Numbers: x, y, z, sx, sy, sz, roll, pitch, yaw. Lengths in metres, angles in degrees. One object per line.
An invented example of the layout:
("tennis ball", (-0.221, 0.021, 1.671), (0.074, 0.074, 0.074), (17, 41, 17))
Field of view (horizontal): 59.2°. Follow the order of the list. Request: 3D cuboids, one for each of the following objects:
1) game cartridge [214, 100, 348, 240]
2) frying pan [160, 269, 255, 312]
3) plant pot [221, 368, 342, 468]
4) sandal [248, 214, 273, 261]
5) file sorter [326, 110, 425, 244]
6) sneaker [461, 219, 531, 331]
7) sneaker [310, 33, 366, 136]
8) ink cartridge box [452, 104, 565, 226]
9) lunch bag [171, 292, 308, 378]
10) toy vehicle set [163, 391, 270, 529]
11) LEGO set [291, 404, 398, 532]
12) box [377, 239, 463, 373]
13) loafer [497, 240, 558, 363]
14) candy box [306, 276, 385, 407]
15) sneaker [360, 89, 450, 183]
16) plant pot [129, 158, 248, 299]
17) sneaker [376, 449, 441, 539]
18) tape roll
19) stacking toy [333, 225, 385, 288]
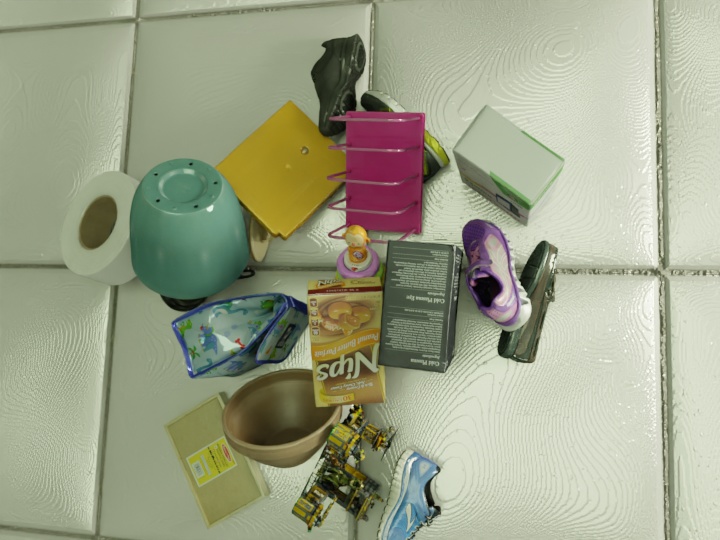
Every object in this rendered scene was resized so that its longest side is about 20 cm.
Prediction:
("game cartridge", (-0.132, -0.175, 1.118), (0.176, 0.032, 0.200), (44, 74, 2))
("frying pan", (-0.291, 0.002, 1.178), (0.188, 0.031, 0.116), (-28, 76, 7))
("plant pot", (-0.123, 0.260, 1.055), (0.198, 0.201, 0.094), (-3, 117, 12))
("sandal", (-0.145, -0.120, 1.138), (0.069, 0.078, 0.215), (5, 79, 19))
("file sorter", (0.022, -0.154, 1.041), (0.137, 0.125, 0.203), (6, 107, 20))
("sneaker", (0.202, -0.003, 1.016), (0.080, 0.088, 0.202), (-41, 51, 37))
("sneaker", (-0.051, -0.333, 1.149), (0.090, 0.076, 0.203), (7, 70, 22))
("ink cartridge box", (0.232, -0.156, 0.998), (0.145, 0.200, 0.088), (38, 95, 13))
("lunch bag", (-0.183, 0.101, 1.072), (0.198, 0.170, 0.129), (-27, 78, 6))
("toy vehicle set", (-0.258, 0.337, 1.133), (0.123, 0.027, 0.202), (-29, 78, 7))
("LEGO set", (-0.010, 0.333, 1.019), (0.115, 0.154, 0.202), (29, 93, 14))
("box", (0.098, 0.052, 0.992), (0.102, 0.200, 0.185), (4, 89, 12))
("loafer", (0.285, 0.054, 1.036), (0.062, 0.072, 0.203), (20, 95, -6))
("candy box", (-0.021, 0.113, 0.991), (0.114, 0.055, 0.203), (-3, 114, -1))
("sneaker", (0.063, -0.233, 1.107), (0.200, 0.074, 0.085), (44, 94, 14))
("plant pot", (-0.284, -0.081, 1.037), (0.197, 0.162, 0.203), (4, 51, -5))
("sneaker", (0.082, 0.401, 1.025), (0.088, 0.078, 0.203), (14, 86, 16))
("tape roll", (-0.462, -0.078, 1.176), (0.200, 0.071, 0.206), (-10, 70, 27))
("stacking toy", (0.000, 0.000, 1.018), (0.114, 0.201, 0.111), (13, 55, 14))
